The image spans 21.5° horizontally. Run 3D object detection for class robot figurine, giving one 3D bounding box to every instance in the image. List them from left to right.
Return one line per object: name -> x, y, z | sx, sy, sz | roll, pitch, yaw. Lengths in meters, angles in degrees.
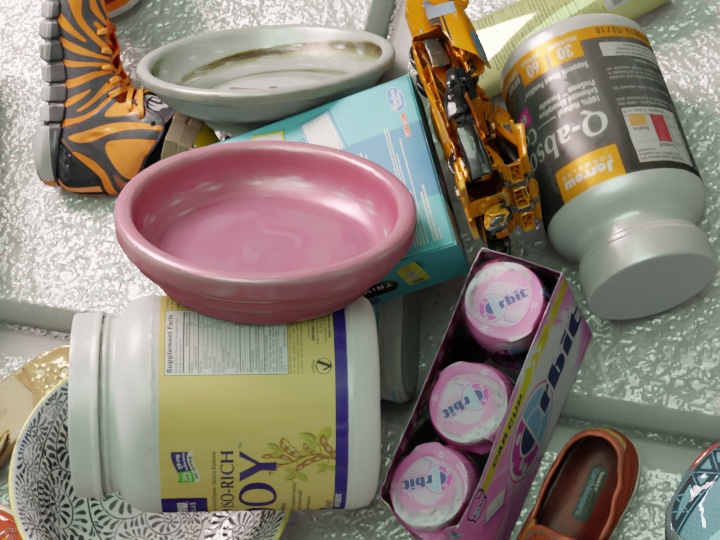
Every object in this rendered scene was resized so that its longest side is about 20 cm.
robot figurine -> 0.079, -0.108, 1.334 | 0.058, 0.145, 0.200 | -19, 53, 2

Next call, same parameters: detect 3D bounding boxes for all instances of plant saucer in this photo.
plant saucer -> -0.063, -0.023, 1.261 | 0.200, 0.051, 0.201 | 1, 29, 0
plant saucer -> -0.071, -0.143, 1.460 | 0.199, 0.200, 0.050 | 4, 112, 19

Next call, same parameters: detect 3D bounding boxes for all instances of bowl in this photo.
bowl -> -0.147, 0.165, 1.352 | 0.200, 0.094, 0.201 | 2, 59, -3

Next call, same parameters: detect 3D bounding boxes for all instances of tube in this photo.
tube -> 0.142, -0.188, 1.459 | 0.200, 0.052, 0.058 | -27, 20, 9

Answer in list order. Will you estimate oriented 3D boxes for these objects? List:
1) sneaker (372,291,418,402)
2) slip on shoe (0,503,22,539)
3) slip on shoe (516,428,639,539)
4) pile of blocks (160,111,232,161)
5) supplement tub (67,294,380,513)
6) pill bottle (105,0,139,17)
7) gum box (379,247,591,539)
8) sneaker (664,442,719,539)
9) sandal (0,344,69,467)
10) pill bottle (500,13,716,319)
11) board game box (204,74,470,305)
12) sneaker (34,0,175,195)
sneaker -> 0.000, 0.000, 1.403 | 0.082, 0.074, 0.201 | -3, 65, 13
slip on shoe -> -0.261, 0.223, 1.386 | 0.200, 0.061, 0.074 | 28, 107, 25
slip on shoe -> 0.131, 0.195, 1.275 | 0.074, 0.061, 0.200 | 20, 76, 22
pile of blocks -> -0.098, -0.041, 1.467 | 0.082, 0.062, 0.200 | -11, 56, -24
supplement tub -> -0.090, 0.088, 1.263 | 0.199, 0.146, 0.146 | -1, 65, -4
pill bottle -> -0.247, -0.300, 1.540 | 0.113, 0.200, 0.113 | -8, 62, 15
gum box -> 0.086, 0.102, 1.308 | 0.066, 0.114, 0.201 | 17, 73, 23
sneaker -> 0.276, 0.114, 1.252 | 0.200, 0.096, 0.079 | -40, 61, -2
sandal -> -0.300, 0.123, 1.446 | 0.212, 0.070, 0.078 | -39, 61, -2
pill bottle -> 0.179, -0.074, 1.355 | 0.116, 0.116, 0.201 | -20, 62, 9
board game box -> -0.036, -0.039, 1.364 | 0.199, 0.047, 0.151 | -19, 58, 8
sneaker -> -0.194, -0.158, 1.511 | 0.112, 0.078, 0.201 | 8, 108, 13
